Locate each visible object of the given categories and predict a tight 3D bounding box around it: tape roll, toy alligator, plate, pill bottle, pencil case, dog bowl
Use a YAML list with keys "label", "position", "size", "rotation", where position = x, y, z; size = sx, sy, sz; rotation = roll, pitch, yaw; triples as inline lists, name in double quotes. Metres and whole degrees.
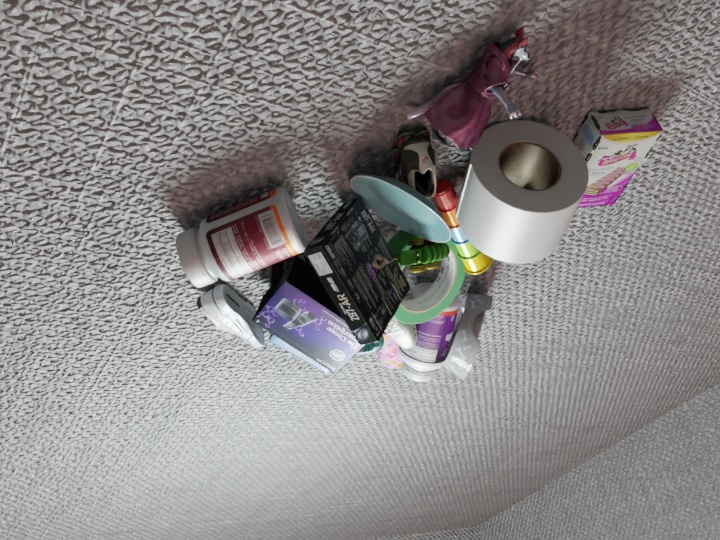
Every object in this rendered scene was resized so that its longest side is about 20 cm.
- label: "tape roll"
  position: [0.272, -0.134, 1.214]
  size: [0.198, 0.206, 0.140]
  rotation: [-10, 147, -11]
- label: "toy alligator"
  position: [0.105, -0.027, 1.282]
  size: [0.054, 0.061, 0.198]
  rotation: [-1, -172, 44]
- label: "plate"
  position: [0.072, -0.112, 1.206]
  size: [0.026, 0.198, 0.200]
  rotation: [-59, 146, -10]
- label: "pill bottle"
  position: [0.147, 0.137, 1.568]
  size: [0.110, 0.112, 0.204]
  rotation: [0, 114, -26]
- label: "tape roll"
  position: [0.119, 0.006, 1.405]
  size: [0.197, 0.048, 0.204]
  rotation: [-17, 124, -26]
- label: "pencil case"
  position: [0.067, 0.151, 1.645]
  size: [0.086, 0.089, 0.201]
  rotation: [-17, 146, 0]
- label: "pill bottle"
  position: [-0.198, -0.051, 1.186]
  size: [0.196, 0.116, 0.115]
  rotation: [-21, 148, 5]
- label: "dog bowl"
  position: [0.243, 0.145, 1.636]
  size: [0.058, 0.202, 0.202]
  rotation: [19, 144, 5]

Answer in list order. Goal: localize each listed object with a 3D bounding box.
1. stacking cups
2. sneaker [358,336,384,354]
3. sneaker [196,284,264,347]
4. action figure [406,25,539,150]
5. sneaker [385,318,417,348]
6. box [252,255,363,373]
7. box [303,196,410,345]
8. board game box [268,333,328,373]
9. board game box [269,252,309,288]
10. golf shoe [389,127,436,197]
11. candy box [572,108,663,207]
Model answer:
- label: "stacking cups"
  position: [0.192, -0.084, 1.338]
  size: [0.059, 0.061, 0.202]
  rotation: [-23, 127, 9]
- label: "sneaker"
  position: [0.006, 0.148, 1.540]
  size: [0.090, 0.079, 0.199]
  rotation: [18, 172, -29]
- label: "sneaker"
  position: [-0.258, 0.095, 1.427]
  size: [0.069, 0.074, 0.201]
  rotation: [-16, 140, 14]
- label: "action figure"
  position: [0.185, -0.284, 1.079]
  size: [0.147, 0.134, 0.202]
  rotation: [32, 120, 2]
- label: "sneaker"
  position: [0.051, 0.093, 1.476]
  size: [0.074, 0.082, 0.202]
  rotation: [-19, 117, 31]
- label: "box"
  position: [-0.086, 0.088, 1.362]
  size: [0.198, 0.080, 0.141]
  rotation: [33, 132, -13]
- label: "box"
  position: [0.000, 0.000, 1.240]
  size: [0.043, 0.161, 0.202]
  rotation: [-14, 117, 37]
- label: "board game box"
  position: [-0.083, 0.117, 1.462]
  size: [0.150, 0.037, 0.200]
  rotation: [30, 132, -11]
- label: "board game box"
  position: [-0.130, 0.024, 1.416]
  size: [0.102, 0.024, 0.202]
  rotation: [-10, 146, -15]
- label: "golf shoe"
  position: [0.091, -0.147, 1.215]
  size: [0.076, 0.089, 0.201]
  rotation: [-16, 149, -6]
- label: "candy box"
  position: [0.453, -0.204, 1.330]
  size: [0.133, 0.062, 0.202]
  rotation: [-7, 145, -16]
